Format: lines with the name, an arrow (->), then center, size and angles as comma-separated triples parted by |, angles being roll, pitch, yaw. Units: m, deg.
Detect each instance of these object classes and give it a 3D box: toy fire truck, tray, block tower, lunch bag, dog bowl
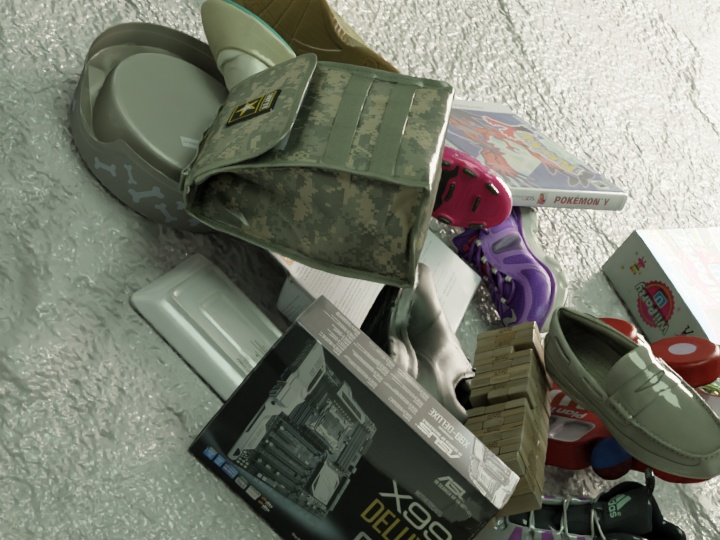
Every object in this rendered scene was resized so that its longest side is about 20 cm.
toy fire truck -> 0.213, 0.128, 1.690 | 0.199, 0.113, 0.167 | 12, 28, 38
tray -> -0.084, 0.069, 1.596 | 0.200, 0.022, 0.107 | 45, 36, 6
block tower -> 0.117, 0.121, 1.610 | 0.201, 0.057, 0.054 | -73, 144, -56
lunch bag -> -0.035, -0.089, 1.612 | 0.198, 0.118, 0.165 | 11, 35, 4
dog bowl -> -0.156, -0.117, 1.697 | 0.199, 0.059, 0.201 | 25, 38, -21

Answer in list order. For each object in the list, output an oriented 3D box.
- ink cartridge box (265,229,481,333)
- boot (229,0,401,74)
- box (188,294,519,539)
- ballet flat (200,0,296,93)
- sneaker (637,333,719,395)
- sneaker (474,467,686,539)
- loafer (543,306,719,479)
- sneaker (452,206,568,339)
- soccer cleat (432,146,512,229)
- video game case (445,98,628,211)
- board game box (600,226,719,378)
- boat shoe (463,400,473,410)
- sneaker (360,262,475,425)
ink cartridge box -> 0.000, 0.000, 1.721 | 0.200, 0.041, 0.200 | 44, 34, -9
boot -> -0.055, -0.213, 1.826 | 0.199, 0.073, 0.155 | 37, -1, -19
box -> -0.006, 0.141, 1.472 | 0.200, 0.158, 0.050 | 43, 34, 2
ballet flat -> -0.068, -0.151, 1.718 | 0.199, 0.070, 0.070 | 39, 34, -3
sneaker -> 0.271, 0.130, 1.843 | 0.199, 0.077, 0.089 | 28, 49, -9
sneaker -> 0.179, 0.195, 1.603 | 0.199, 0.140, 0.078 | 25, 41, -22
loafer -> 0.217, 0.096, 1.594 | 0.070, 0.070, 0.199 | -35, 46, -24
sneaker -> 0.126, -0.002, 1.835 | 0.083, 0.081, 0.201 | 16, 32, -28
soccer cleat -> 0.046, -0.099, 1.826 | 0.198, 0.070, 0.086 | 18, 28, 2
video game case -> 0.135, -0.116, 1.947 | 0.181, 0.023, 0.200 | 1, 30, -43
board game box -> 0.355, 0.032, 2.022 | 0.199, 0.064, 0.148 | -3, 53, -44
boat shoe -> 0.051, 0.138, 1.593 | 0.199, 0.060, 0.075 | -23, 102, -52
sneaker -> 0.046, 0.067, 1.586 | 0.090, 0.076, 0.201 | 26, 34, -12
